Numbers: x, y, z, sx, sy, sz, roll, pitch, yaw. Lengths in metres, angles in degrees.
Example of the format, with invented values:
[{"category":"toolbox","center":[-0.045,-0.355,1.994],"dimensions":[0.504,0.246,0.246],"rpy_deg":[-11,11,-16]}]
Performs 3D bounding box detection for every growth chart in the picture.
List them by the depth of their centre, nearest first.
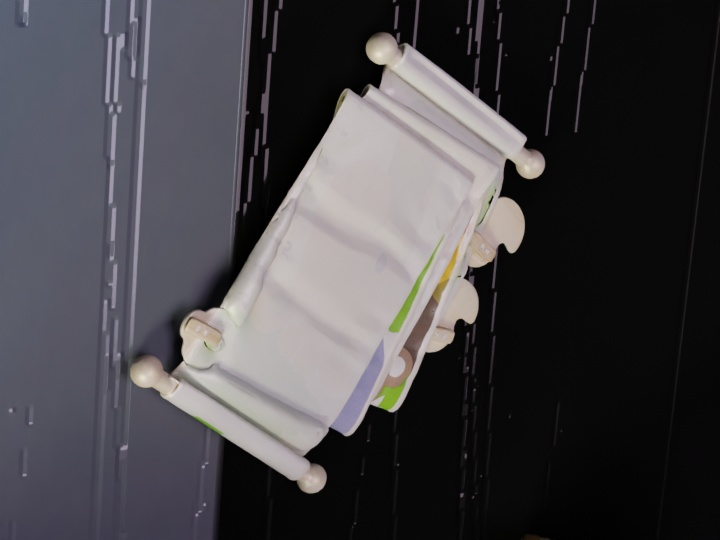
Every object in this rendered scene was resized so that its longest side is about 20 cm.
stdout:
[{"category":"growth chart","center":[0.000,0.000,0.997],"dimensions":[0.200,0.018,0.145],"rpy_deg":[-56,133,-12]}]

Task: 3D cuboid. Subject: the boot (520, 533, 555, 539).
[{"category":"boot","center":[0.139,0.232,1.110],"dimensions":[0.073,0.155,0.201],"rpy_deg":[-49,145,-77]}]
